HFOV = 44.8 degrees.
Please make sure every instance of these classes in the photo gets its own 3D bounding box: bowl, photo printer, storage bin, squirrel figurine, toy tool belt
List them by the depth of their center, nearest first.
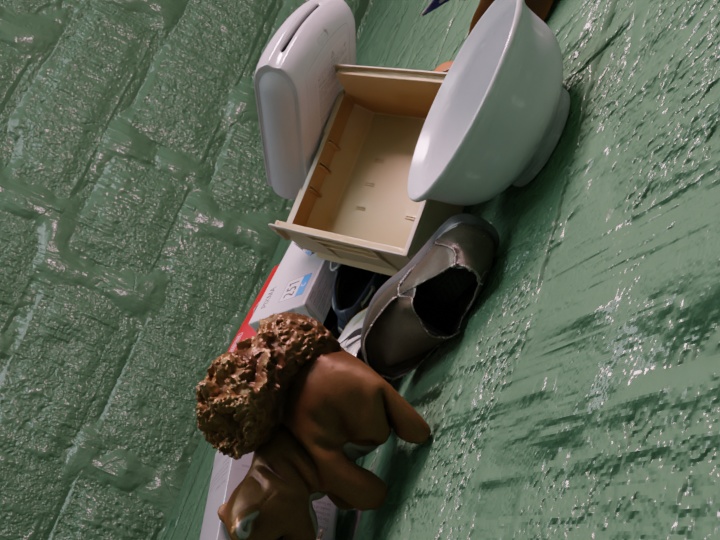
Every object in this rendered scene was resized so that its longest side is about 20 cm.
[{"bbox_3d":[-0.067,0.148,0.771,0.187,0.200,0.141,-46,14,-12],"label":"squirrel figurine"},{"bbox_3d":[0.125,-0.137,0.783,0.202,0.089,0.203,-90,26,-68],"label":"bowl"},{"bbox_3d":[0.021,-0.108,0.953,0.094,0.196,0.203,38,-110,-54],"label":"storage bin"},{"bbox_3d":[-0.061,-0.210,1.035,0.202,0.068,0.167,88,-154,-48],"label":"photo printer"},{"bbox_3d":[0.045,-0.120,1.118,0.124,0.124,0.200,-54,-14,-2],"label":"toy tool belt"}]

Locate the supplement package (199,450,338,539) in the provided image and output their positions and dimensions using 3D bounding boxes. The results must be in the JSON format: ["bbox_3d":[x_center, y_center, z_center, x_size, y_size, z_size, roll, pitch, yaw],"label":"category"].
[{"bbox_3d":[-0.095,0.271,0.850,0.117,0.115,0.203,129,153,-56],"label":"supplement package"}]

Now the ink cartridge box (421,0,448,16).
[{"bbox_3d":[0.175,-0.381,0.995,0.199,0.041,0.200,-41,-8,-39],"label":"ink cartridge box"}]

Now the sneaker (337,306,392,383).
[{"bbox_3d":[-0.022,0.120,0.913,0.201,0.075,0.088,-49,21,2],"label":"sneaker"}]

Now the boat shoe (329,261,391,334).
[{"bbox_3d":[0.000,0.000,1.030,0.074,0.062,0.202,-11,39,21],"label":"boat shoe"}]

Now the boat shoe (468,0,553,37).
[{"bbox_3d":[0.188,-0.320,0.940,0.200,0.070,0.071,-50,14,37],"label":"boat shoe"}]

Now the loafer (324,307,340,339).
[{"bbox_3d":[-0.039,0.062,1.141,0.074,0.070,0.201,-27,27,9],"label":"loafer"}]

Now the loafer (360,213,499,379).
[{"bbox_3d":[0.054,0.036,0.801,0.201,0.074,0.070,-59,8,36],"label":"loafer"}]

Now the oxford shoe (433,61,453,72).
[{"bbox_3d":[0.082,-0.187,1.178,0.074,0.070,0.201,-83,19,-44],"label":"oxford shoe"}]

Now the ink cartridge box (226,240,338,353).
[{"bbox_3d":[-0.095,0.016,1.137,0.174,0.045,0.201,-21,29,33],"label":"ink cartridge box"}]
